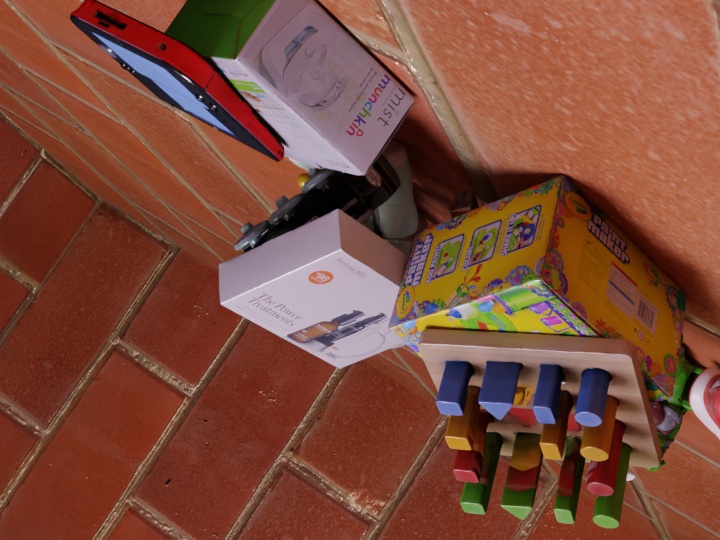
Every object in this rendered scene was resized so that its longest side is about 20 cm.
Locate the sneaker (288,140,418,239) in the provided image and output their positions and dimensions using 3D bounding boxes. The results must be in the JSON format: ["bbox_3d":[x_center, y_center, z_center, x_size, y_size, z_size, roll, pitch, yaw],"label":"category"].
[{"bbox_3d":[-0.012,-0.089,1.515,0.200,0.073,0.119,19,130,53],"label":"sneaker"}]

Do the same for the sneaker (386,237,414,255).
[{"bbox_3d":[0.082,-0.003,1.571,0.198,0.076,0.085,2,179,1],"label":"sneaker"}]

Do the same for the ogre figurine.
[{"bbox_3d":[0.334,0.150,1.521,0.200,0.120,0.098,42,172,-36],"label":"ogre figurine"}]

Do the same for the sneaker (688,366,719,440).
[{"bbox_3d":[0.446,0.187,1.455,0.200,0.079,0.115,38,172,-28],"label":"sneaker"}]

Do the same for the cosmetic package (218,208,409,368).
[{"bbox_3d":[-0.021,0.024,1.351,0.150,0.052,0.200,-25,144,27],"label":"cosmetic package"}]

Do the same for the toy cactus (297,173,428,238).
[{"bbox_3d":[0.019,-0.072,1.637,0.199,0.103,0.165,12,167,47],"label":"toy cactus"}]

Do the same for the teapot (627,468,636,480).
[{"bbox_3d":[0.275,0.173,1.779,0.197,0.147,0.200,35,172,-4],"label":"teapot"}]

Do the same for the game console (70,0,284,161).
[{"bbox_3d":[-0.179,-0.182,1.310,0.199,0.031,0.177,31,169,37],"label":"game console"}]

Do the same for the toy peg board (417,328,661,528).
[{"bbox_3d":[0.163,0.154,1.256,0.198,0.098,0.200,1,144,22],"label":"toy peg board"}]

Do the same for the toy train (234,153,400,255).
[{"bbox_3d":[-0.046,-0.054,1.401,0.085,0.200,0.114,51,-150,-4],"label":"toy train"}]

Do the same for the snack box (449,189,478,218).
[{"bbox_3d":[0.132,0.020,1.430,0.072,0.024,0.202,-64,-40,-70],"label":"snack box"}]

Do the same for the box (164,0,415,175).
[{"bbox_3d":[-0.077,-0.186,1.296,0.176,0.097,0.200,39,170,-30],"label":"box"}]

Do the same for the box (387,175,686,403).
[{"bbox_3d":[0.169,0.040,1.286,0.192,0.123,0.200,-20,131,43],"label":"box"}]

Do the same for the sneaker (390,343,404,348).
[{"bbox_3d":[0.000,0.000,1.496,0.200,0.081,0.088,45,-153,14],"label":"sneaker"}]

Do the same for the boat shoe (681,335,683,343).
[{"bbox_3d":[0.262,0.057,1.446,0.064,0.071,0.200,39,169,-24],"label":"boat shoe"}]
